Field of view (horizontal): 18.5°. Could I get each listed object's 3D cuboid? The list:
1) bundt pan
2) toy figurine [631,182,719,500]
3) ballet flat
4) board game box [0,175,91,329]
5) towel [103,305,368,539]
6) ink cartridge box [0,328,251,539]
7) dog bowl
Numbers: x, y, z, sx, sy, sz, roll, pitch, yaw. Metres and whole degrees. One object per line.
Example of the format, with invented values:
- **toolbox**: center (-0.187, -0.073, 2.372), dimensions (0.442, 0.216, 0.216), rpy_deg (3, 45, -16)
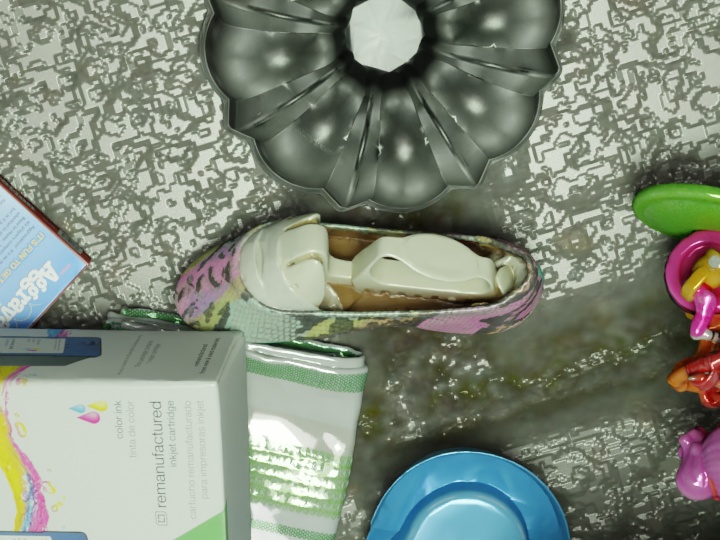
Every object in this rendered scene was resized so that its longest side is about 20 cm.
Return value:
- **bundt pan**: center (0.012, -0.122, 1.152), dimensions (0.200, 0.076, 0.204), rpy_deg (0, 102, -1)
- **toy figurine**: center (0.219, 0.062, 1.130), dimensions (0.198, 0.150, 0.186), rpy_deg (9, 74, 18)
- **ballet flat**: center (0.000, 0.000, 1.174), dimensions (0.198, 0.071, 0.070), rpy_deg (1, 68, -2)
- **board game box**: center (-0.250, 0.033, 1.205), dimensions (0.103, 0.019, 0.200), rpy_deg (43, 97, -8)
- **towel**: center (-0.084, 0.130, 1.222), dimensions (0.148, 0.031, 0.202), rpy_deg (11, 101, -2)
- **ink cartridge box**: center (-0.161, 0.110, 1.160), dimensions (0.198, 0.088, 0.147), rpy_deg (1, 107, 6)
- **dog bowl**: center (0.038, 0.188, 1.226), dimensions (0.111, 0.050, 0.201), rpy_deg (24, 99, -6)
